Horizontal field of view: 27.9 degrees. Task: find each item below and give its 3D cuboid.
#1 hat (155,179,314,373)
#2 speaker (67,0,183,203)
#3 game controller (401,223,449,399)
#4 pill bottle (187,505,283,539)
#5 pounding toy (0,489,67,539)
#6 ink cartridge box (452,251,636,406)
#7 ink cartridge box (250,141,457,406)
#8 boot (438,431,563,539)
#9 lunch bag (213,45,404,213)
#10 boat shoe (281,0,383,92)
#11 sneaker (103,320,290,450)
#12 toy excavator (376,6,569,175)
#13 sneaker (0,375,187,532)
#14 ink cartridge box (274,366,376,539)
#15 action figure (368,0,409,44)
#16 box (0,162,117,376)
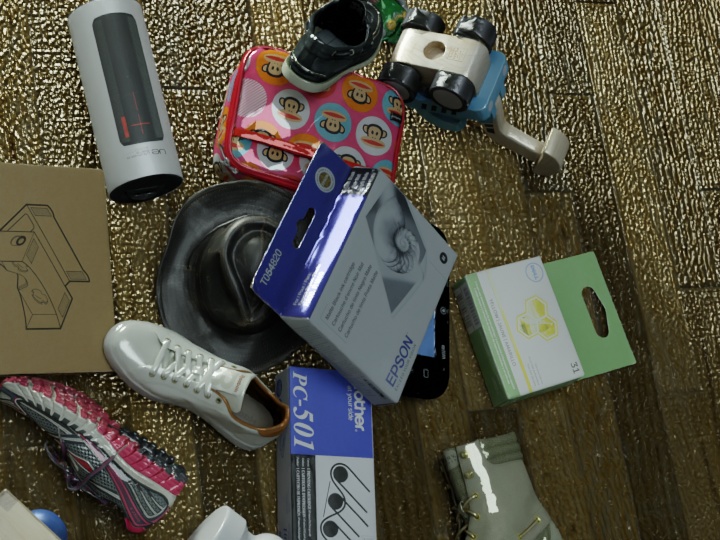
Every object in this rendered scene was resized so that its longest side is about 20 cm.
[{"bbox_3d":[-0.108,0.007,1.463,0.198,0.081,0.203,0,89,-20],"label":"hat"},{"bbox_3d":[-0.242,-0.174,1.496,0.080,0.081,0.202,-9,76,-25],"label":"speaker"},{"bbox_3d":[0.050,0.038,1.565,0.103,0.042,0.202,8,69,-20],"label":"game controller"},{"bbox_3d":[-0.081,0.320,1.358,0.200,0.116,0.116,43,61,-10],"label":"pill bottle"},{"bbox_3d":[-0.261,0.285,1.282,0.200,0.184,0.142,43,74,-3],"label":"pounding toy"},{"bbox_3d":[0.215,0.057,1.625,0.198,0.048,0.147,-14,77,-24],"label":"ink cartridge box"},{"bbox_3d":[0.000,0.000,1.474,0.200,0.040,0.201,43,54,-29],"label":"ink cartridge box"},{"bbox_3d":[0.110,0.261,1.494,0.199,0.072,0.156,-17,80,-32],"label":"boot"},{"bbox_3d":[-0.058,-0.134,1.563,0.198,0.082,0.178,15,71,-16],"label":"lunch bag"},{"bbox_3d":[-0.018,-0.259,1.553,0.074,0.066,0.199,36,38,9],"label":"boat shoe"},{"bbox_3d":[-0.153,0.101,1.418,0.199,0.084,0.073,32,58,-19],"label":"sneaker"},{"bbox_3d":[0.134,-0.192,1.652,0.193,0.200,0.101,14,68,23],"label":"toy excavator"},{"bbox_3d":[-0.263,0.169,1.371,0.199,0.081,0.075,36,92,1],"label":"sneaker"},{"bbox_3d":[-0.036,0.203,1.469,0.093,0.044,0.202,6,69,-22],"label":"ink cartridge box"},{"bbox_3d":[0.003,-0.334,1.673,0.118,0.055,0.201,-40,94,-32],"label":"action figure"},{"bbox_3d":[-0.309,0.000,1.377,0.162,0.021,0.202,1,80,-44],"label":"box"}]
